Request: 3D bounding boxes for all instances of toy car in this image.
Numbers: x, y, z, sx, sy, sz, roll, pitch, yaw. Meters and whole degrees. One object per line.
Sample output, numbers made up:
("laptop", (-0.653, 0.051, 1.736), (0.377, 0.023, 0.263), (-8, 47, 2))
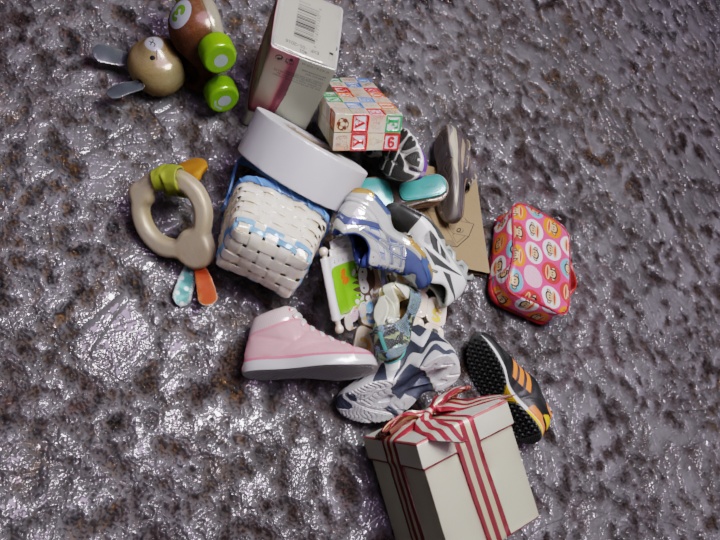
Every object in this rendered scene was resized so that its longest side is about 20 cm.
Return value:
("toy car", (-0.308, -0.335, 0.952), (0.196, 0.159, 0.167), (-20, 65, -18))

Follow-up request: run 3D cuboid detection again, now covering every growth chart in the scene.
("growth chart", (0.000, 0.000, 0.960), (0.199, 0.017, 0.148), (-37, 114, -51))

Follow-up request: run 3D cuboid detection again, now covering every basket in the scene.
("basket", (-0.132, -0.075, 0.926), (0.173, 0.140, 0.203), (26, 45, -13))

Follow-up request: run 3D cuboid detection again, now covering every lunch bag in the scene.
("lunch bag", (0.330, -0.010, 1.150), (0.172, 0.082, 0.205), (22, 61, -16))

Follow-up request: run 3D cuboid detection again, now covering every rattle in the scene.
("rattle", (-0.252, -0.057, 0.923), (0.128, 0.143, 0.203), (-29, 99, 0))

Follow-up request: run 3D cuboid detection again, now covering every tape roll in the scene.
("tape roll", (-0.089, -0.171, 0.952), (0.199, 0.203, 0.072), (28, 102, -13))

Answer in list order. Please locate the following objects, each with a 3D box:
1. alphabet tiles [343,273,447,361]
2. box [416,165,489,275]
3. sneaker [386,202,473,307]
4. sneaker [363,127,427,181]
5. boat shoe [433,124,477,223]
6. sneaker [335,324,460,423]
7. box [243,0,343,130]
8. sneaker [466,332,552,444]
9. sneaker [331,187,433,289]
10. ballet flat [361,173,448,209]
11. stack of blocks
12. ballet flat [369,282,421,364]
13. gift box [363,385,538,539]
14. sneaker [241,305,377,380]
("alphabet tiles", (0.057, 0.064, 1.028), (0.196, 0.015, 0.200), (23, 61, -16))
("box", (0.159, -0.097, 1.137), (0.159, 0.021, 0.205), (8, 64, -23))
("sneaker", (0.101, -0.023, 1.019), (0.200, 0.074, 0.089), (45, 67, -11))
("sneaker", (0.074, -0.206, 1.065), (0.082, 0.082, 0.201), (17, 20, -26))
("boat shoe", (0.181, -0.178, 1.128), (0.071, 0.074, 0.205), (12, 63, -20))
("sneaker", (0.051, 0.148, 0.952), (0.080, 0.196, 0.130), (55, 10, -24))
("box", (-0.114, -0.330, 1.001), (0.106, 0.200, 0.131), (13, 63, -19))
("sneaker", (0.256, 0.189, 1.048), (0.089, 0.070, 0.203), (-26, 82, -46))
("sneaker", (0.031, -0.028, 0.936), (0.200, 0.075, 0.089), (46, 69, -24))
("ballet flat", (0.056, -0.125, 1.069), (0.194, 0.067, 0.070), (-3, 77, -5))
("stack of blocks", (-0.014, -0.269, 1.040), (0.112, 0.060, 0.201), (-3, 33, -16))
("ballet flat", (0.052, 0.057, 0.933), (0.073, 0.075, 0.201), (33, 25, -9))
("gift box", (0.133, 0.272, 0.857), (0.181, 0.199, 0.192), (-16, 86, -32))
("sneaker", (-0.073, 0.101, 0.892), (0.194, 0.076, 0.107), (-1, 62, 1))
